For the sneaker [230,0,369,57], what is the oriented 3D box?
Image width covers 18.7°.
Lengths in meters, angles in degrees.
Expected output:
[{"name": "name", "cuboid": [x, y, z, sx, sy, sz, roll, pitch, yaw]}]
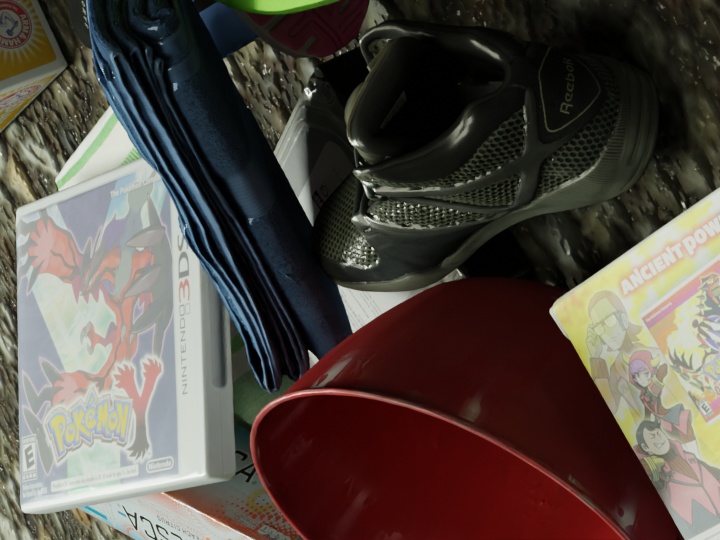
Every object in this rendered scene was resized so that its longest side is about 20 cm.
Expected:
[{"name": "sneaker", "cuboid": [-0.063, -0.184, 1.005, 0.201, 0.081, 0.088, 59, 166, 2]}]

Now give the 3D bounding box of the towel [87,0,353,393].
[{"name": "towel", "cuboid": [-0.066, -0.047, 0.984, 0.112, 0.048, 0.201, -107, -10, -56]}]

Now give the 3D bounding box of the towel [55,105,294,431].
[{"name": "towel", "cuboid": [-0.107, 0.004, 1.273, 0.201, 0.023, 0.153, 60, 150, 6]}]

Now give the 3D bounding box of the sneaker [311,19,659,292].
[{"name": "sneaker", "cuboid": [0.019, -0.050, 0.905, 0.199, 0.114, 0.077, -22, 56, 53]}]

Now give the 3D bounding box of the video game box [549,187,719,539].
[{"name": "video game box", "cuboid": [0.181, 0.044, 0.769, 0.200, 0.047, 0.183, -37, 81, 46]}]

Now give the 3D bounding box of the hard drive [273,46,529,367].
[{"name": "hard drive", "cuboid": [0.000, 0.000, 1.084, 0.140, 0.038, 0.200, 56, 151, 15]}]

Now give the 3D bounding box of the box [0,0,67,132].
[{"name": "box", "cuboid": [-0.277, -0.124, 1.354, 0.102, 0.112, 0.200, 64, 151, 1]}]

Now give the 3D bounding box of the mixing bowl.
[{"name": "mixing bowl", "cuboid": [0.063, 0.075, 0.935, 0.199, 0.109, 0.201, 23, 150, 14]}]

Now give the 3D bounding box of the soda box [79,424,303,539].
[{"name": "soda box", "cuboid": [-0.087, 0.130, 1.264, 0.199, 0.068, 0.064, 22, 139, 39]}]

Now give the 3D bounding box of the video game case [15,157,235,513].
[{"name": "video game case", "cuboid": [-0.135, 0.035, 1.216, 0.200, 0.023, 0.184, -17, 72, 51]}]

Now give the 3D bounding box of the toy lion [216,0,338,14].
[{"name": "toy lion", "cuboid": [-0.065, -0.199, 0.910, 0.191, 0.069, 0.201, -17, 100, 29]}]

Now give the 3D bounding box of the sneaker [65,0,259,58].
[{"name": "sneaker", "cuboid": [-0.106, -0.139, 1.096, 0.200, 0.070, 0.078, 8, 125, 64]}]
